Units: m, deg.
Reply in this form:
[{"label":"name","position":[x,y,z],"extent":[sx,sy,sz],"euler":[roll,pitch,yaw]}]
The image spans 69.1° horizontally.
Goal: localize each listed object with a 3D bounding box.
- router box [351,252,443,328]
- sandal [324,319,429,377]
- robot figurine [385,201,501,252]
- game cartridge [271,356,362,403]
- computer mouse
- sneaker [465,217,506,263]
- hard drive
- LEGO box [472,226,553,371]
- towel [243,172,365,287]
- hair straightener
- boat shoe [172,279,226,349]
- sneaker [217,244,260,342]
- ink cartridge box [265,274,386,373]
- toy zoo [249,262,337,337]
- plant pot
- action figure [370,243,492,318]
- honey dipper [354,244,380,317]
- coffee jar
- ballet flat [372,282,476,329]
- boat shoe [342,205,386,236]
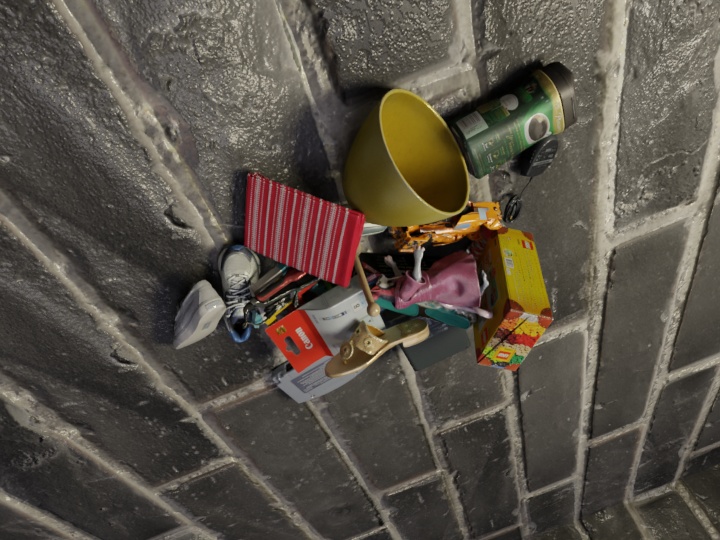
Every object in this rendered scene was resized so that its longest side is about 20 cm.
[{"label":"router box","position":[0.070,0.046,1.049],"extent":[0.195,0.063,0.152],"euler":[2,131,-21]},{"label":"sandal","position":[0.022,0.116,0.949],"extent":[0.208,0.078,0.071],"euler":[-20,115,-10]},{"label":"robot figurine","position":[0.142,-0.077,0.928],"extent":[0.195,0.060,0.145],"euler":[-10,168,-15]},{"label":"game cartridge","position":[-0.083,0.221,1.170],"extent":[0.197,0.041,0.134],"euler":[-29,130,8]},{"label":"computer mouse","position":[0.305,-0.170,0.968],"extent":[0.058,0.034,0.202],"euler":[-14,141,-30]},{"label":"sneaker","position":[0.242,-0.029,1.036],"extent":[0.085,0.075,0.203],"euler":[-12,133,-7]},{"label":"hard drive","position":[0.142,0.123,1.077],"extent":[0.137,0.033,0.201],"euler":[-25,134,5]},{"label":"LEGO box","position":[0.258,0.047,0.933],"extent":[0.075,0.203,0.151],"euler":[11,136,-6]},{"label":"towel","position":[-0.095,-0.063,0.836],"extent":[0.196,0.023,0.147],"euler":[21,128,10]},{"label":"hair straightener","position":[-0.121,0.043,0.903],"extent":[0.199,0.041,0.078],"euler":[-39,136,-23]},{"label":"boat shoe","position":[-0.303,0.081,0.944],"extent":[0.071,0.069,0.200],"euler":[-22,166,-35]},{"label":"sneaker","position":[-0.212,0.047,0.936],"extent":[0.075,0.086,0.203],"euler":[-5,131,-14]},{"label":"ink cartridge box","position":[-0.056,0.117,0.977],"extent":[0.197,0.048,0.161],"euler":[-30,135,-4]},{"label":"toy zoo","position":[-0.117,0.035,0.951],"extent":[0.199,0.020,0.132],"euler":[-40,136,-15]},{"label":"plant pot","position":[0.052,-0.149,0.805],"extent":[0.198,0.204,0.141],"euler":[26,143,-35]},{"label":"action figure","position":[0.109,0.030,0.903],"extent":[0.196,0.134,0.152],"euler":[-16,90,-5]},{"label":"honey dipper","position":[0.000,0.000,0.888],"extent":[0.037,0.202,0.039],"euler":[-10,134,-11]},{"label":"coffee jar","position":[0.249,-0.241,0.841],"extent":[0.197,0.086,0.105],"euler":[-28,139,8]},{"label":"ballet flat","position":[0.120,0.054,0.972],"extent":[0.196,0.072,0.073],"euler":[16,131,8]},{"label":"boat shoe","position":[-0.047,-0.066,0.899],"extent":[0.195,0.073,0.063],"euler":[-6,122,-4]}]
